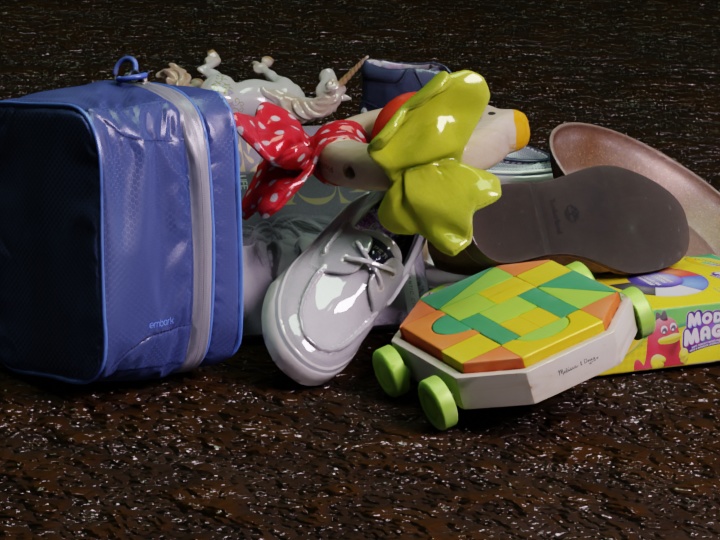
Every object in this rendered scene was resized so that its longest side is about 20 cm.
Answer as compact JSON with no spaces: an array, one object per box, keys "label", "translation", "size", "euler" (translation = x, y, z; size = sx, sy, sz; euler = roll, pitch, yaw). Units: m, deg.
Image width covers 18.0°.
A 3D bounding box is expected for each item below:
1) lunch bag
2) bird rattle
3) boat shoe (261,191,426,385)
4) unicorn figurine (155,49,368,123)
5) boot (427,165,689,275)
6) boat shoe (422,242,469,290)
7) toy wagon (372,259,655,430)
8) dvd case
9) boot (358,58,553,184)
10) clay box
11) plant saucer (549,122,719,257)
[{"label":"lunch bag","translation":[-0.150,-0.034,1.436],"size":[0.132,0.202,0.135],"euler":[-8,13,-42]},{"label":"bird rattle","translation":[0.020,-0.073,1.489],"size":[0.199,0.114,0.162],"euler":[-3,14,45]},{"label":"boat shoe","translation":[0.000,0.000,1.488],"size":[0.072,0.068,0.200],"euler":[45,37,-2]},{"label":"unicorn figurine","translation":[-0.099,-0.182,2.313],"size":[0.198,0.074,0.137],"euler":[-15,27,-11]},{"label":"boot","translation":[0.135,-0.027,1.549],"size":[0.199,0.074,0.075],"euler":[-1,-14,-32]},{"label":"boat shoe","translation":[0.038,-0.022,1.641],"size":[0.199,0.069,0.075],"euler":[4,45,30]},{"label":"toy wagon","translation":[0.084,0.036,1.432],"size":[0.154,0.040,0.200],"euler":[-23,23,-18]},{"label":"dvd case","translation":[-0.054,-0.028,1.564],"size":[0.198,0.150,0.016],"euler":[-3,-17,-22]},{"label":"boot","translation":[0.077,-0.117,1.842],"size":[0.199,0.091,0.073],"euler":[11,16,33]},{"label":"clay box","translation":[0.208,0.028,1.557],"size":[0.198,0.048,0.115],"euler":[-7,17,-23]},{"label":"plant saucer","translation":[0.221,-0.039,1.721],"size":[0.199,0.037,0.201],"euler":[26,24,-13]}]
